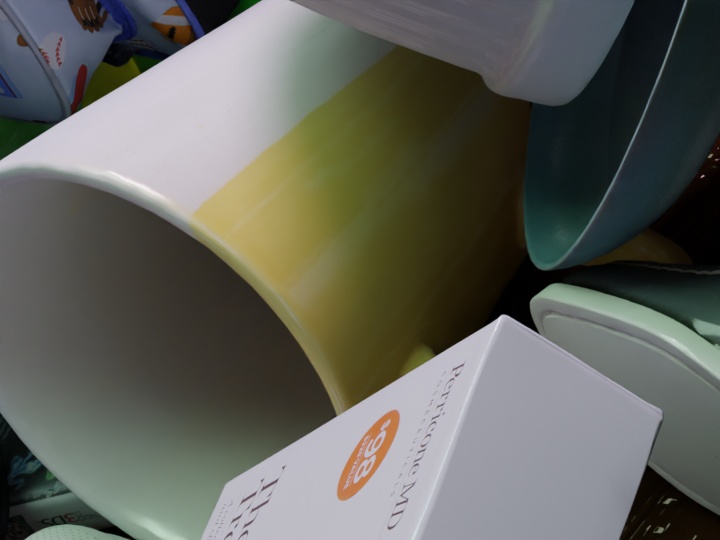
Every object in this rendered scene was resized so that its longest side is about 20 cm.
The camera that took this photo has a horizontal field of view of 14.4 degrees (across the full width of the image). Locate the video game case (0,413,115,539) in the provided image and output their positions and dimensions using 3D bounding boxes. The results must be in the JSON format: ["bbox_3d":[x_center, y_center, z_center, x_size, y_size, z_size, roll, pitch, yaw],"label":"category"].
[{"bbox_3d":[-0.108,0.026,1.012,0.182,0.023,0.200,-15,33,34],"label":"video game case"}]

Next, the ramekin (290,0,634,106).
[{"bbox_3d":[0.030,-0.153,0.761,0.200,0.105,0.200,-165,90,-84],"label":"ramekin"}]

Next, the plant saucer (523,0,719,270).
[{"bbox_3d":[0.084,-0.094,0.745,0.200,0.027,0.200,-166,90,-84],"label":"plant saucer"}]

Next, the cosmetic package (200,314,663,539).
[{"bbox_3d":[-0.018,0.122,0.639,0.151,0.052,0.200,-32,30,56],"label":"cosmetic package"}]

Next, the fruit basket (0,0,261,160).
[{"bbox_3d":[-0.130,-0.086,1.044,0.215,0.156,0.216,-23,-2,-1],"label":"fruit basket"}]

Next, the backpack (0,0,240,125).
[{"bbox_3d":[-0.134,-0.143,0.911,0.190,0.200,0.154,18,57,43],"label":"backpack"}]

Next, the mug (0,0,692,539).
[{"bbox_3d":[-0.007,0.001,0.855,0.153,0.187,0.149,-47,-4,-38],"label":"mug"}]

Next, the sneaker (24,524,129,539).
[{"bbox_3d":[-0.093,0.100,0.780,0.074,0.116,0.200,-35,26,4],"label":"sneaker"}]

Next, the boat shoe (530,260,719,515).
[{"bbox_3d":[0.124,0.029,0.700,0.062,0.073,0.200,-45,35,-20],"label":"boat shoe"}]

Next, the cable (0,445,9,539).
[{"bbox_3d":[-0.193,0.096,0.933,0.200,0.051,0.163,3,61,42],"label":"cable"}]
